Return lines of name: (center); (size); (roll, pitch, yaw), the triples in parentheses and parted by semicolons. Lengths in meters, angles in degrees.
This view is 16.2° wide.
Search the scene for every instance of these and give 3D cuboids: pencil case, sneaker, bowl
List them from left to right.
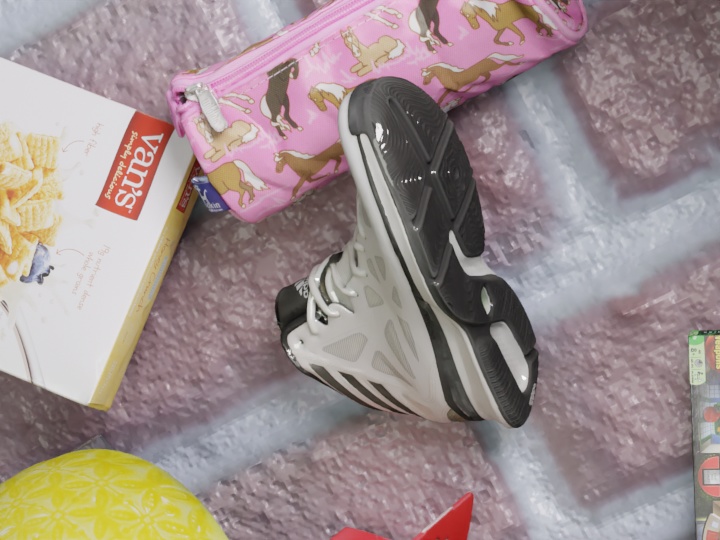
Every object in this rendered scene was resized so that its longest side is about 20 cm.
bowl: (-0.150, 0.188, 1.180); (0.200, 0.108, 0.201); (4, 97, 40)
sneaker: (0.000, 0.000, 1.159); (0.115, 0.076, 0.201); (-4, 132, 24)
pencil case: (0.007, -0.098, 1.158); (0.200, 0.087, 0.083); (-28, 97, 21)

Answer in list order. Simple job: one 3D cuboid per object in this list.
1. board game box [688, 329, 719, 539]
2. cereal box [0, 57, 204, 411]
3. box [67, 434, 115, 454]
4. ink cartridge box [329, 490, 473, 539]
board game box: (0.205, 0.126, 1.156); (0.104, 0.023, 0.201); (-3, 94, 9)
cereal box: (-0.188, -0.033, 1.243); (0.199, 0.040, 0.144); (21, 86, 14)
box: (-0.158, 0.208, 1.305); (0.200, 0.048, 0.159); (-42, 85, 22)
ink cartridge box: (-0.010, 0.202, 1.216); (0.067, 0.116, 0.201); (17, 106, 17)
